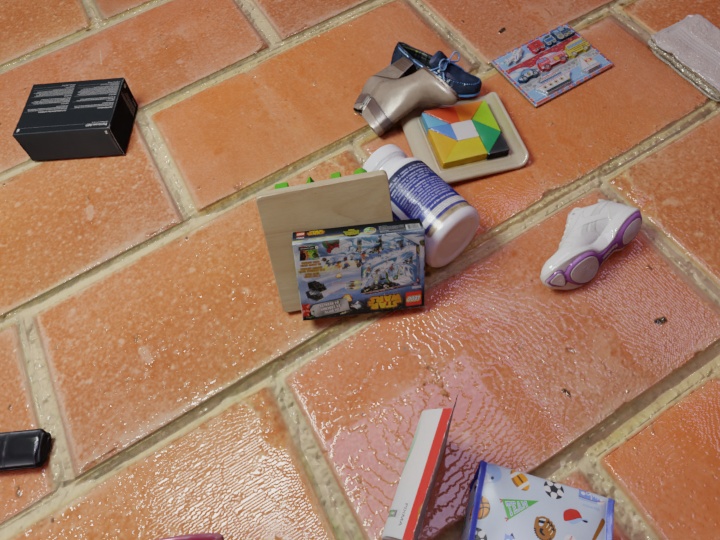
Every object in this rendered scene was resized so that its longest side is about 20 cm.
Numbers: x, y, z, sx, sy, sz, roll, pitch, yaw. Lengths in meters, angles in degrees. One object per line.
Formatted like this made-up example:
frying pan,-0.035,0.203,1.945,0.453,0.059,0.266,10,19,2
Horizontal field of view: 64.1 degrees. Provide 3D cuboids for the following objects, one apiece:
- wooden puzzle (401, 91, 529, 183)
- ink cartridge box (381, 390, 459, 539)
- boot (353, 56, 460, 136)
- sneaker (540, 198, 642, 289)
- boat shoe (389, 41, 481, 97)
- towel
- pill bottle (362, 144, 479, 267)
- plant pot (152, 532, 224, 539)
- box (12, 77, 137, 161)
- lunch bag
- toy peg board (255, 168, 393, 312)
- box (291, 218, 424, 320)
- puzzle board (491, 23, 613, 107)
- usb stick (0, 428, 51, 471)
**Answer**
wooden puzzle,0.190,-0.250,1.067,0.195,0.038,0.189,-15,59,-3
ink cartridge box,0.069,0.244,0.693,0.049,0.202,0.164,16,61,15
boot,0.077,-0.315,1.083,0.146,0.070,0.200,-46,49,4
sneaker,0.352,-0.043,0.921,0.198,0.076,0.099,-34,43,-14
boat shoe,0.145,-0.395,1.127,0.196,0.070,0.084,20,39,15
towel,0.673,-0.419,1.117,0.130,0.035,0.202,-28,61,-10
pill bottle,0.092,-0.112,0.949,0.115,0.117,0.200,-35,62,-15
plant pot,-0.246,0.413,0.644,0.194,0.200,0.184,-9,73,0
box,-0.568,-0.304,1.156,0.194,0.080,0.144,-3,56,4
lunch bag,0.192,0.355,0.662,0.165,0.125,0.203,11,53,11
toy peg board,-0.047,-0.060,0.914,0.194,0.204,0.099,-10,31,0
box,0.000,0.000,0.873,0.194,0.140,0.040,-6,32,-4
puzzle board,0.386,-0.420,1.159,0.197,0.018,0.152,-29,61,-10
usb stick,-0.554,0.269,0.843,0.194,0.033,0.057,-6,66,2
